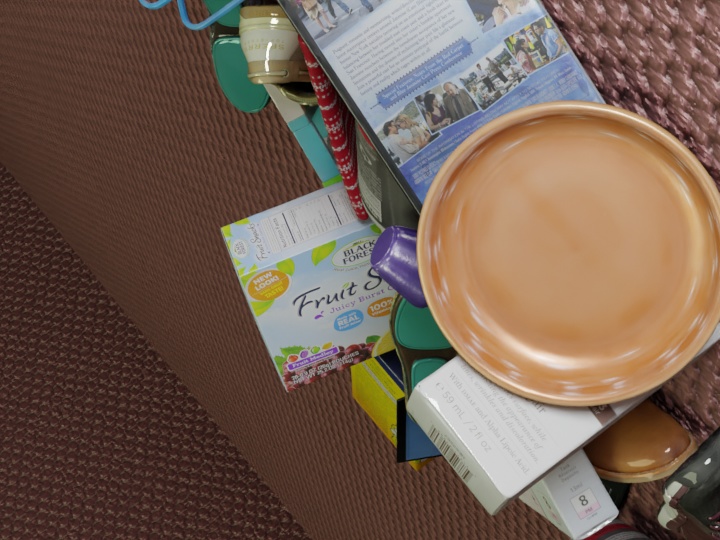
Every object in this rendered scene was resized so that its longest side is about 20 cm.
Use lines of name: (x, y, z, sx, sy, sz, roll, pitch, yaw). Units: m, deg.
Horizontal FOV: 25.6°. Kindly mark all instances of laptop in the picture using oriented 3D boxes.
laptop: (0.140, 0.181, 1.487, 0.200, 0.103, 0.177, 41, 162, 18)

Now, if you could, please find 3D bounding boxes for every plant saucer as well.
plant saucer: (0.137, -0.012, 1.015, 0.200, 0.200, 0.037, 56, -159, -5)

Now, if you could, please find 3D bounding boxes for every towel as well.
towel: (-0.007, -0.157, 1.238, 0.200, 0.022, 0.145, 72, -158, -48)

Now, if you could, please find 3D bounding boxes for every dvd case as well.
dvd case: (0.050, -0.145, 1.032, 0.200, 0.143, 0.018, 56, -169, -7)

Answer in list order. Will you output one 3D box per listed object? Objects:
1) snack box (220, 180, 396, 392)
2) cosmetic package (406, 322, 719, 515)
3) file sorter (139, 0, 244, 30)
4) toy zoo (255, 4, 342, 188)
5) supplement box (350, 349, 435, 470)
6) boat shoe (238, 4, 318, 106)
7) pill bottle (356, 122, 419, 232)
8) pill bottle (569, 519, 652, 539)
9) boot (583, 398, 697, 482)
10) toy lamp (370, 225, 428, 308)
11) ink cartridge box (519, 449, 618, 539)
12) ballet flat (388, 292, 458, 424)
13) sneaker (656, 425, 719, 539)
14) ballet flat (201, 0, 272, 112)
snack box: (0.000, 0.000, 1.366, 0.169, 0.200, 0.068, 73, 173, -49)
cosmetic package: (0.140, 0.068, 1.093, 0.102, 0.200, 0.074, 51, 165, 11)
file sorter: (-0.158, -0.279, 1.148, 0.200, 0.123, 0.139, 21, -133, -49)
toy zoo: (-0.043, -0.147, 1.406, 0.200, 0.020, 0.131, 59, -162, -16)
supplement box: (0.064, 0.098, 1.573, 0.110, 0.109, 0.200, 49, 165, 21)
boat shoe: (-0.048, -0.157, 1.268, 0.201, 0.073, 0.063, 32, -121, -76)
pill bottle: (0.053, -0.085, 1.172, 0.111, 0.111, 0.200, 49, 164, 21)
pill bottle: (0.267, 0.311, 1.415, 0.200, 0.111, 0.111, 32, 153, 55)
boot: (0.180, 0.073, 1.262, 0.155, 0.077, 0.200, 67, 169, -26)
toy lamp: (0.098, 0.026, 1.159, 0.200, 0.058, 0.058, 28, 173, -19)
ink cartridge box: (0.124, 0.110, 1.293, 0.200, 0.057, 0.163, 57, 174, -9)
ballet flat: (0.060, 0.052, 1.349, 0.071, 0.071, 0.200, 43, 151, 38)
sneaker: (0.286, 0.185, 1.178, 0.116, 0.076, 0.200, 44, 173, 19)
ballet flat: (-0.106, -0.234, 1.460, 0.072, 0.072, 0.200, 44, 160, 35)
